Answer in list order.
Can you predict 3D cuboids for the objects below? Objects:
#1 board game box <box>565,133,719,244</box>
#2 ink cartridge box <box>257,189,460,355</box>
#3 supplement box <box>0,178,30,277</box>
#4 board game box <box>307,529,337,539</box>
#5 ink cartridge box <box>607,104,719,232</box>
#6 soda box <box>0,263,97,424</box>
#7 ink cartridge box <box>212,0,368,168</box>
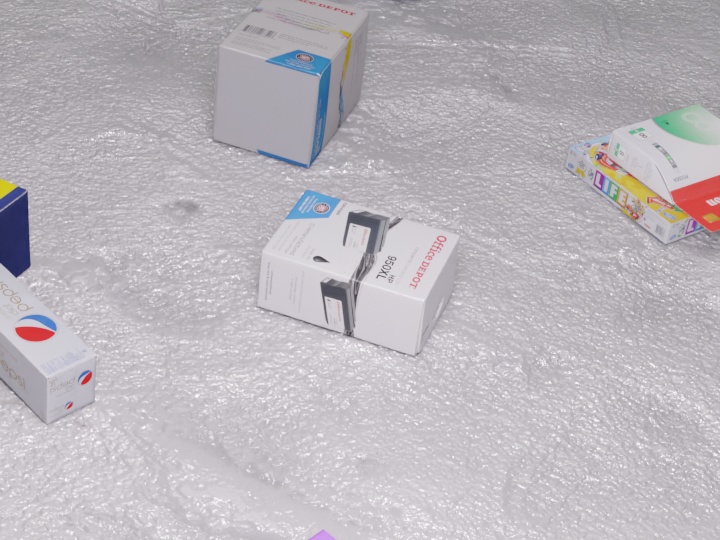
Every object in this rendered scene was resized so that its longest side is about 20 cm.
[{"bbox_3d":[0.388,-0.117,2.010,0.134,0.034,0.200,-18,43,-31],"label":"board game box"},{"bbox_3d":[0.000,0.000,1.746,0.198,0.085,0.145,17,38,12],"label":"ink cartridge box"},{"bbox_3d":[-0.487,-0.055,1.719,0.199,0.110,0.110,21,39,19],"label":"supplement box"},{"bbox_3d":[-0.038,0.367,1.151,0.199,0.201,0.199,34,43,32],"label":"board game box"},{"bbox_3d":[0.447,-0.137,1.980,0.160,0.050,0.200,-18,41,-30],"label":"ink cartridge box"},{"bbox_3d":[-0.361,0.071,1.599,0.063,0.069,0.200,-25,50,-36],"label":"soda box"},{"bbox_3d":[-0.091,-0.262,2.031,0.146,0.146,0.200,17,38,12],"label":"ink cartridge box"}]
